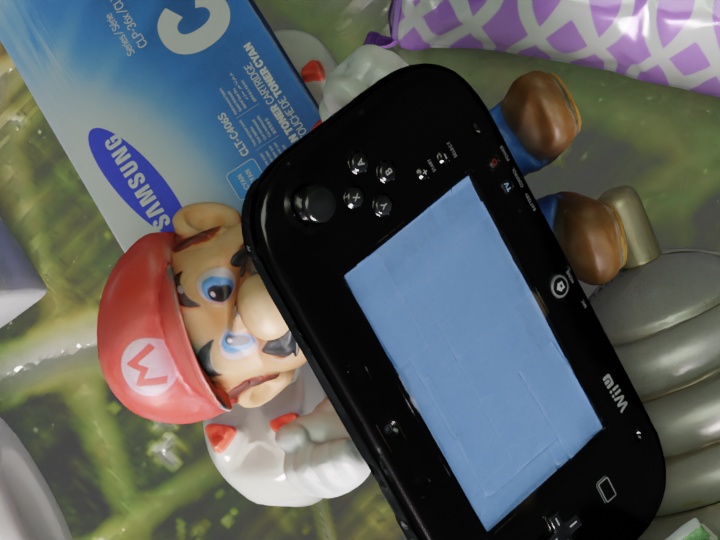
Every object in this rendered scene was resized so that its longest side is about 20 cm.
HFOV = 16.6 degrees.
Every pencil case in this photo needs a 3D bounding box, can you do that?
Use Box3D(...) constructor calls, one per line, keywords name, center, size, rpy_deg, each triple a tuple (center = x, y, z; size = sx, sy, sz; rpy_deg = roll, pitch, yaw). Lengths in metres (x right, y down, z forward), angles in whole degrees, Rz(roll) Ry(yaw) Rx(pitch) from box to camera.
Box3D(name="pencil case", center=(0.107, -0.112, 1.002), size=(0.200, 0.084, 0.086), rpy_deg=(13, 115, 3))

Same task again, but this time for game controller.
Box3D(name="game controller", center=(0.037, 0.029, 0.865), size=(0.104, 0.042, 0.200), rpy_deg=(-35, 110, -17))

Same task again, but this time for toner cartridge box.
Box3D(name="toner cartridge box", center=(-0.088, -0.091, 0.992), size=(0.095, 0.043, 0.200), rpy_deg=(-34, 69, 3))

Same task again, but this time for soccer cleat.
Box3D(name="soccer cleat", center=(-0.035, 0.000, 1.016), size=(0.069, 0.078, 0.200), rpy_deg=(-3, 71, 14))

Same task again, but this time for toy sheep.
Box3D(name="toy sheep", center=(0.143, 0.057, 0.975), size=(0.138, 0.138, 0.200), rpy_deg=(-23, 95, 2))

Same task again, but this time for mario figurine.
Box3D(name="mario figurine", center=(0.000, 0.000, 0.895), size=(0.200, 0.106, 0.124), rpy_deg=(-24, 57, -13))

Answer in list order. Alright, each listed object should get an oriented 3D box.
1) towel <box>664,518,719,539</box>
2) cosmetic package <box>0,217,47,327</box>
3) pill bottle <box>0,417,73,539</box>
Box3D(name="towel", center=(0.119, 0.177, 0.955), size=(0.152, 0.200, 0.023), rpy_deg=(-38, 49, 11))
Box3D(name="cosmetic package", center=(-0.235, -0.040, 0.952), size=(0.123, 0.200, 0.200), rpy_deg=(-34, 90, 0))
Box3D(name="pill bottle", center=(-0.218, 0.144, 0.998), size=(0.200, 0.112, 0.113), rpy_deg=(-25, 90, 2))
